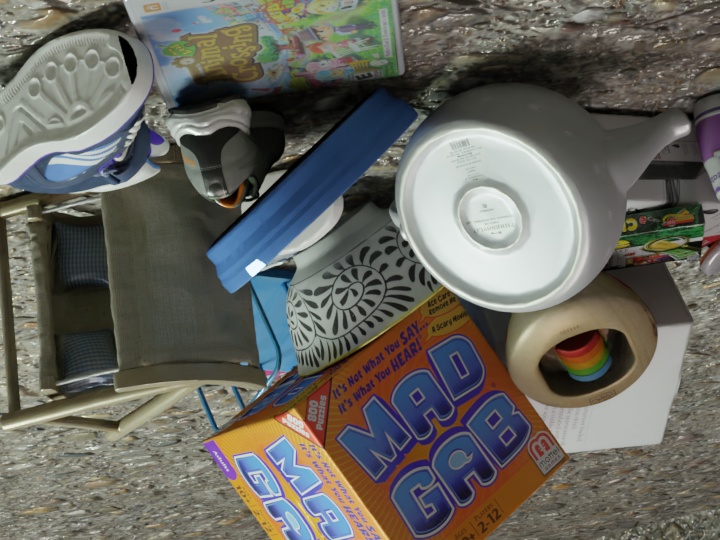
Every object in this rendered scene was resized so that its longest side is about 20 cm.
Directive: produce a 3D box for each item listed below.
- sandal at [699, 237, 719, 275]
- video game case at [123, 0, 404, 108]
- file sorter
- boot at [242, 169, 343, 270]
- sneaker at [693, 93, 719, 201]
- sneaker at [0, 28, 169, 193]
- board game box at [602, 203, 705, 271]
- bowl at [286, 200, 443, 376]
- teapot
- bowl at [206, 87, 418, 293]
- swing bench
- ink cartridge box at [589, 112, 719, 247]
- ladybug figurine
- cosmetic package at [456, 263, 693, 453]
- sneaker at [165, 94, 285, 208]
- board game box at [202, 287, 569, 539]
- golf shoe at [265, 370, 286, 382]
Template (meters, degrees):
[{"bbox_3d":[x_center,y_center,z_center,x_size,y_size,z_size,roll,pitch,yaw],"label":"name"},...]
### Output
[{"bbox_3d":[0.355,-0.048,1.892,0.079,0.059,0.207,-49,167,23],"label":"sandal"},{"bbox_3d":[-0.062,-0.170,1.395,0.181,0.022,0.200,-8,163,1],"label":"video game case"},{"bbox_3d":[-0.056,0.093,2.004,0.200,0.123,0.139,6,135,-40],"label":"file sorter"},{"bbox_3d":[-0.073,-0.042,1.750,0.200,0.073,0.090,-20,174,39],"label":"boot"},{"bbox_3d":[0.381,-0.091,1.700,0.200,0.115,0.073,-4,161,-19],"label":"sneaker"},{"bbox_3d":[-0.180,-0.114,1.445,0.200,0.081,0.146,-27,163,38],"label":"sneaker"},{"bbox_3d":[0.195,-0.019,1.717,0.199,0.024,0.105,-9,161,6],"label":"board game box"},{"bbox_3d":[0.000,0.000,1.795,0.201,0.094,0.201,-35,-175,3],"label":"bowl"},{"bbox_3d":[0.131,-0.071,1.596,0.146,0.200,0.198,-45,160,-50],"label":"teapot"},{"bbox_3d":[-0.040,-0.065,1.529,0.201,0.039,0.201,-43,-176,4],"label":"bowl"},{"bbox_3d":[-0.194,0.019,1.640,0.200,0.200,0.130,-22,158,37],"label":"swing bench"},{"bbox_3d":[0.239,-0.072,1.745,0.199,0.083,0.147,0,162,-27],"label":"ink cartridge box"},{"bbox_3d":[0.190,0.055,1.750,0.135,0.072,0.200,-22,148,4],"label":"ladybug figurine"},{"bbox_3d":[0.193,0.065,1.935,0.199,0.165,0.165,-4,132,-14],"label":"cosmetic package"},{"bbox_3d":[-0.100,-0.086,1.520,0.074,0.080,0.200,-10,180,10],"label":"sneaker"},{"bbox_3d":[0.021,0.164,1.807,0.200,0.200,0.200,-39,-173,-30],"label":"board game box"},{"bbox_3d":[-0.085,0.081,2.140,0.092,0.073,0.200,-44,150,18],"label":"golf shoe"}]
